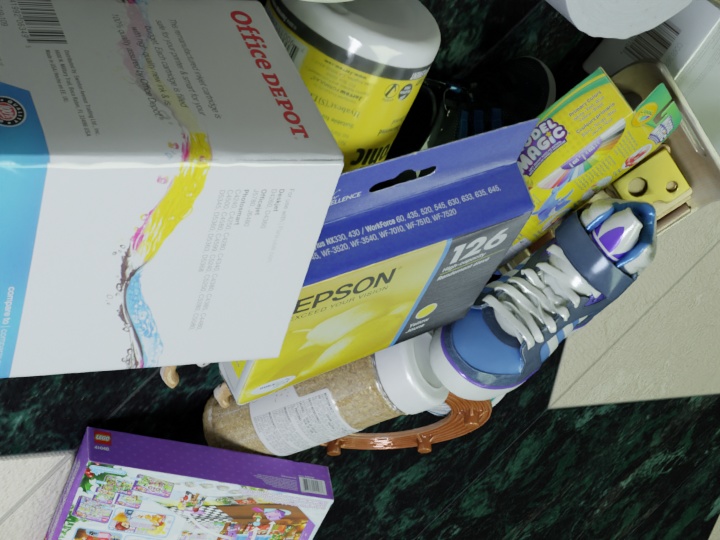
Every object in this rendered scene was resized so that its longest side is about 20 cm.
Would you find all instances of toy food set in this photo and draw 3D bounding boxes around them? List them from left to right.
[{"bbox_3d":[0.194,-0.058,1.220,0.199,0.061,0.144,-33,112,11],"label":"toy food set"}]

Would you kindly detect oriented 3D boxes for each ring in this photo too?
[{"bbox_3d":[0.014,0.127,1.279,0.197,0.019,0.201,-1,158,0],"label":"ring"}]

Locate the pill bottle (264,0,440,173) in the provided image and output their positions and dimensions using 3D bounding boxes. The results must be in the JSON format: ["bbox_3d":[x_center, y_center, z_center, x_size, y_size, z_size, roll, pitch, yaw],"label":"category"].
[{"bbox_3d":[-0.037,-0.089,0.962,0.111,0.111,0.201,-9,136,-47],"label":"pill bottle"}]

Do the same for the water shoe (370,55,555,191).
[{"bbox_3d":[0.069,-0.110,1.116,0.199,0.071,0.079,-37,146,-18],"label":"water shoe"}]

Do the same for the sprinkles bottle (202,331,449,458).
[{"bbox_3d":[-0.028,0.099,1.161,0.198,0.069,0.068,-22,162,29],"label":"sprinkles bottle"}]

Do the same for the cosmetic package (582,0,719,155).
[{"bbox_3d":[0.291,-0.179,1.310,0.113,0.081,0.199,-53,152,15],"label":"cosmetic package"}]

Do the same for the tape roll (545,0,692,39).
[{"bbox_3d":[0.193,-0.257,1.005,0.199,0.066,0.202,-29,146,-22],"label":"tape roll"}]

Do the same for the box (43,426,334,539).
[{"bbox_3d":[-0.136,0.197,1.174,0.198,0.039,0.138,13,126,-21],"label":"box"}]

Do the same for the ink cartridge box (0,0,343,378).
[{"bbox_3d":[-0.136,-0.048,0.792,0.198,0.147,0.147,-2,133,-27],"label":"ink cartridge box"}]

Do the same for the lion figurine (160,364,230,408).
[{"bbox_3d":[-0.086,0.035,1.092,0.122,0.073,0.200,-35,161,11],"label":"lion figurine"}]

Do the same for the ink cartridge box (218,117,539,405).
[{"bbox_3d":[0.015,-0.003,0.983,0.196,0.047,0.201,-18,157,-26],"label":"ink cartridge box"}]

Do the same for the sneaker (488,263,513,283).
[{"bbox_3d":[0.151,-0.047,1.295,0.114,0.081,0.201,-21,145,-41],"label":"sneaker"}]

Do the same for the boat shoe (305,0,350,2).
[{"bbox_3d":[0.010,-0.210,0.905,0.199,0.075,0.062,-21,145,-40],"label":"boat shoe"}]

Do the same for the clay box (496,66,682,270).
[{"bbox_3d":[0.144,-0.077,1.124,0.199,0.048,0.115,-39,161,10],"label":"clay box"}]

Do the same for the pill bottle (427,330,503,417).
[{"bbox_3d":[0.073,0.063,1.304,0.111,0.111,0.200,-45,152,0],"label":"pill bottle"}]

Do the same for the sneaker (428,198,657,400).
[{"bbox_3d":[0.146,0.006,1.119,0.199,0.081,0.147,-26,159,-44],"label":"sneaker"}]
